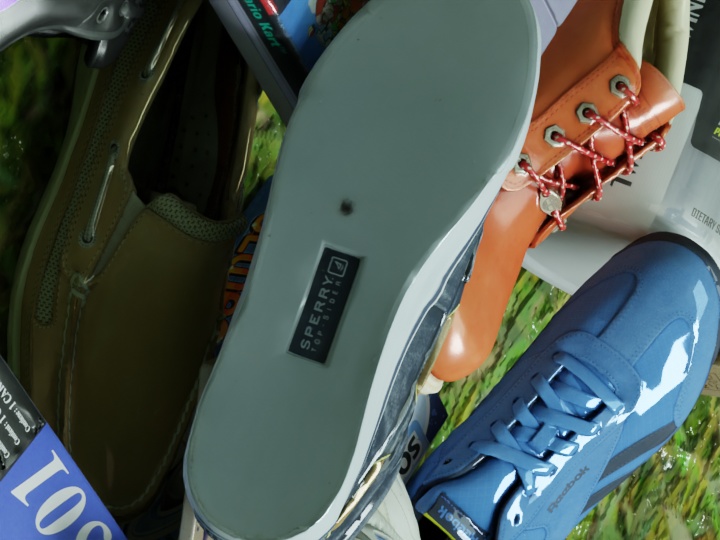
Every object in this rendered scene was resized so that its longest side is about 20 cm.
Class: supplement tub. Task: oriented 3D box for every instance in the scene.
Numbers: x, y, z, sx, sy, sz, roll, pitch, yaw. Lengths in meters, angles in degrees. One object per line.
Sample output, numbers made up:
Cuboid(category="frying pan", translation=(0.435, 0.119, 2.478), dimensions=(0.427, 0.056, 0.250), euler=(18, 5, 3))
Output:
Cuboid(category="supplement tub", translation=(0.137, -0.088, 1.218), dimensions=(0.123, 0.122, 0.201), euler=(44, 64, -52))

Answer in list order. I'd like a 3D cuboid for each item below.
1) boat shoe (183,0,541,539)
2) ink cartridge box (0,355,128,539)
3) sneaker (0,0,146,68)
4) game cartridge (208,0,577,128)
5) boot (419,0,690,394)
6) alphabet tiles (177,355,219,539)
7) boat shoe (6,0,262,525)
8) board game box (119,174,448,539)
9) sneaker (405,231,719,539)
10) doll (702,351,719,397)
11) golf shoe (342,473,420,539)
Cuboid(category="boat shoe", translation=(0.000, 0.000, 0.940), dimensions=(0.091, 0.070, 0.201), euler=(68, 47, -77))
Cuboid(category="ink cartridge box", translation=(-0.141, 0.070, 0.898), dimensions=(0.094, 0.044, 0.201), euler=(-52, 128, -32))
Cuboid(category="sneaker", translation=(-0.085, -0.121, 0.932), dimensions=(0.200, 0.069, 0.100), euler=(-37, 130, -32))
Cuboid(category="game cartridge", translation=(0.004, -0.114, 0.957), dimensions=(0.130, 0.038, 0.200), euler=(-60, 141, -25))
Cuboid(category="boot", translation=(0.066, -0.045, 1.113), dimensions=(0.075, 0.107, 0.201), euler=(50, 50, -55))
Cuboid(category="alphabet tiles", translation=(-0.053, 0.124, 0.986), dimensions=(0.167, 0.007, 0.201), euler=(-22, 121, -78))
Cuboid(category="boat shoe", translation=(-0.069, -0.013, 0.966), dimensions=(0.071, 0.076, 0.201), euler=(7, 88, -31))
Cuboid(category="board game box", translation=(-0.048, 0.084, 1.078), dimensions=(0.200, 0.034, 0.136), euler=(-57, 141, -28))
Cuboid(category="sneaker", translation=(0.070, 0.071, 1.143), dimensions=(0.200, 0.066, 0.078), euler=(-51, 170, 23))
Cuboid(category="doll", translation=(0.177, -0.043, 1.357), dimensions=(0.136, 0.048, 0.201), euler=(41, 59, -42))
Cuboid(category="golf shoe", translation=(0.003, 0.120, 1.065), dimensions=(0.201, 0.078, 0.098), euler=(84, 10, -53))
